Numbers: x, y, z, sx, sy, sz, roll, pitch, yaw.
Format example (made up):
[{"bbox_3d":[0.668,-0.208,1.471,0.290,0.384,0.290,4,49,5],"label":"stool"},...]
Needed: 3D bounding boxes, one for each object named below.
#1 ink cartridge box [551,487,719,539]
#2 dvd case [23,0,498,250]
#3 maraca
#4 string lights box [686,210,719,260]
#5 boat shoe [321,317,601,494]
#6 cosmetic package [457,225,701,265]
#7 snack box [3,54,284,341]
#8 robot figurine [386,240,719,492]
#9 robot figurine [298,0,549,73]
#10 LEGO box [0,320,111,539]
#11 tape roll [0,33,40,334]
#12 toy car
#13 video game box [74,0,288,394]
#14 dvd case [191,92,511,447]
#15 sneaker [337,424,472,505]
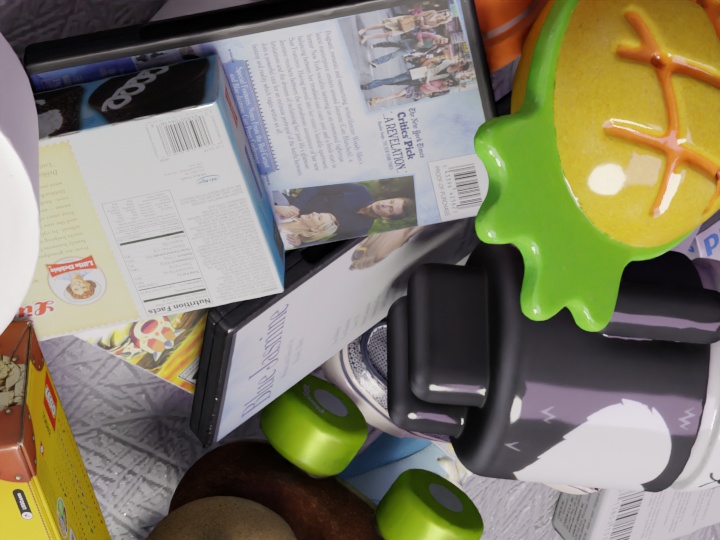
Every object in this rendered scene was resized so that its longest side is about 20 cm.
[{"bbox_3d":[0.219,0.082,1.756,0.173,0.044,0.201,-15,137,-30],"label":"ink cartridge box"},{"bbox_3d":[-0.038,-0.064,1.276,0.199,0.018,0.143,-10,136,5],"label":"dvd case"},{"bbox_3d":[0.116,-0.064,1.266,0.200,0.107,0.137,-51,120,-31],"label":"maraca"},{"bbox_3d":[0.233,0.027,1.638,0.102,0.059,0.201,-30,125,-20],"label":"string lights box"},{"bbox_3d":[0.082,0.062,1.538,0.199,0.075,0.093,20,156,-28],"label":"boat shoe"},{"bbox_3d":[0.137,-0.059,1.514,0.101,0.071,0.201,-4,132,-37],"label":"cosmetic package"},{"bbox_3d":[-0.143,-0.023,1.267,0.199,0.037,0.117,-11,132,8],"label":"snack box"},{"bbox_3d":[0.114,0.049,1.419,0.199,0.150,0.126,6,104,-13],"label":"robot figurine"},{"bbox_3d":[0.030,-0.164,1.277,0.116,0.144,0.201,6,142,14],"label":"robot figurine"},{"bbox_3d":[-0.202,0.128,1.329,0.148,0.077,0.201,-7,134,6],"label":"LEGO box"},{"bbox_3d":[-0.232,-0.035,1.173,0.201,0.071,0.203,-4,131,-5],"label":"tape roll"},{"bbox_3d":[-0.054,0.170,1.445,0.165,0.158,0.200,-55,171,20],"label":"toy car"},{"bbox_3d":[-0.071,-0.043,1.381,0.200,0.047,0.182,-46,140,11],"label":"video game box"},{"bbox_3d":[0.000,0.000,1.414,0.200,0.018,0.143,-36,164,-21],"label":"dvd case"},{"bbox_3d":[0.040,0.137,1.593,0.200,0.131,0.080,-37,143,-3],"label":"sneaker"}]
